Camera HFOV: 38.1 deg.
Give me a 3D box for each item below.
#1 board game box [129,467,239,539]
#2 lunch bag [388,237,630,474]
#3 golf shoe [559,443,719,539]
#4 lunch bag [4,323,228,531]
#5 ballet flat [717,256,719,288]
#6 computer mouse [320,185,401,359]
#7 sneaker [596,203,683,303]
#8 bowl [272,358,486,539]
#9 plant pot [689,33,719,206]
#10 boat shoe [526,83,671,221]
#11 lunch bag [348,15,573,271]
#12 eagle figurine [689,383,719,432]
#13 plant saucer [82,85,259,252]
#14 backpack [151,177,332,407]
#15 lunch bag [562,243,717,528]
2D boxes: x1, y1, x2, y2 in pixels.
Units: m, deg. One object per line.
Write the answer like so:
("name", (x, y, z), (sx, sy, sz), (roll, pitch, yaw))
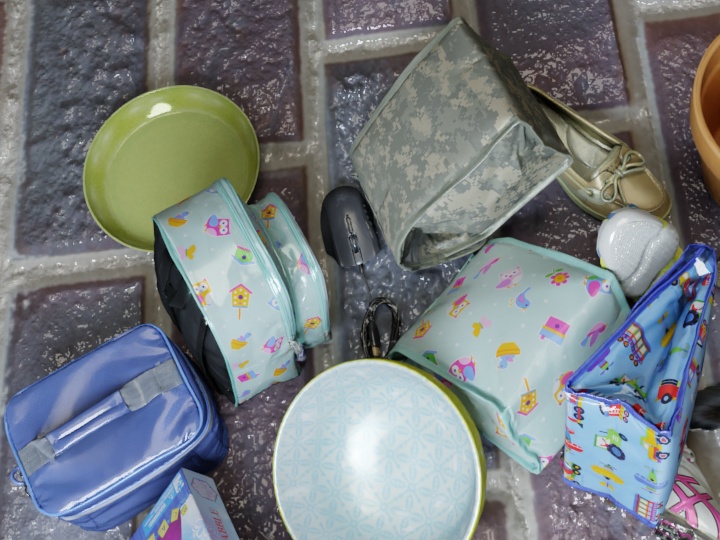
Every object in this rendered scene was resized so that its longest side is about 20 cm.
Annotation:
("board game box", (-0.165, 0.307, 0.873), (0.201, 0.041, 0.200), (-55, 37, 9))
("lunch bag", (0.136, 0.064, 0.975), (0.171, 0.122, 0.199), (-48, 37, -12))
("golf shoe", (0.282, 0.193, 0.931), (0.199, 0.073, 0.092), (34, 74, 19))
("lunch bag", (-0.237, 0.150, 0.984), (0.198, 0.133, 0.137), (-31, 67, -6))
("ballet flat", (0.439, 0.005, 0.985), (0.197, 0.075, 0.069), (14, 71, 13))
("computer mouse", (0.000, 0.000, 1.067), (0.058, 0.034, 0.203), (-17, 67, -1))
("sneaker", (0.248, -0.024, 0.971), (0.076, 0.199, 0.105), (-44, 51, 9))
("bowl", (0.030, 0.175, 0.940), (0.197, 0.107, 0.204), (1, 92, 24))
("plant pot", (0.411, -0.131, 1.009), (0.196, 0.140, 0.203), (-2, 67, 6))
("boat shoe", (0.233, -0.118, 1.068), (0.073, 0.063, 0.201), (-42, 69, -10))
("lunch bag", (0.086, -0.115, 1.042), (0.200, 0.117, 0.165), (-42, 49, 22))
("eagle figurine", (0.400, 0.130, 0.923), (0.151, 0.152, 0.200), (42, 107, -15))
("plant saucer", (-0.204, -0.107, 1.139), (0.196, 0.031, 0.203), (-3, 67, 6))
("backpack", (-0.115, 0.013, 0.987), (0.152, 0.201, 0.177), (-27, 66, -5))
("lunch bag", (0.256, 0.085, 0.882), (0.093, 0.152, 0.201), (23, 58, 27))
